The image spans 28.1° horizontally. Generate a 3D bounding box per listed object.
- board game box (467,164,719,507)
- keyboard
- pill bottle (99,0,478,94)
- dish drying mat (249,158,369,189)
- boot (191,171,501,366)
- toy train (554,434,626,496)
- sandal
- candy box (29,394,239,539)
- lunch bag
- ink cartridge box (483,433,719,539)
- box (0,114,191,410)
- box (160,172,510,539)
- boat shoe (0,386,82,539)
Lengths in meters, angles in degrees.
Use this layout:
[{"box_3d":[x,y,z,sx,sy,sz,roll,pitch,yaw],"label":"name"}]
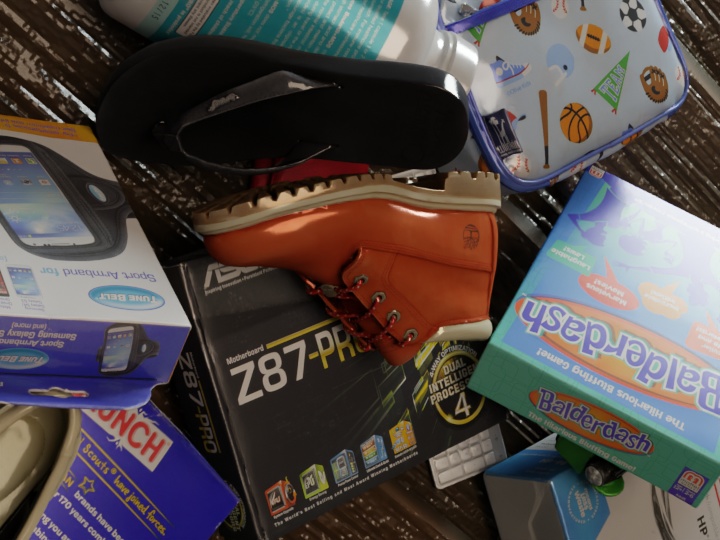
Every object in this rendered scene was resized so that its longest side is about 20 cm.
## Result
[{"box_3d":[0.173,0.032,0.893,0.152,0.045,0.200,27,45,7],"label":"board game box"},{"box_3d":[0.047,0.036,0.913,0.056,0.011,0.200,-18,97,-33],"label":"keyboard"},{"box_3d":[-0.035,-0.144,0.796,0.200,0.111,0.111,29,72,-19],"label":"pill bottle"},{"box_3d":[-0.033,-0.030,0.861,0.077,0.018,0.200,16,78,-32],"label":"dish drying mat"},{"box_3d":[0.000,0.000,0.774,0.200,0.075,0.107,-1,91,-38],"label":"boot"},{"box_3d":[0.202,0.081,0.918,0.200,0.042,0.056,-25,59,-36],"label":"toy train"},{"box_3d":[-0.044,-0.081,0.750,0.043,0.200,0.076,-84,172,-48],"label":"sandal"},{"box_3d":[-0.186,0.131,0.717,0.200,0.077,0.169,-48,110,-24],"label":"candy box"},{"box_3d":[0.113,-0.142,0.931,0.200,0.076,0.160,-27,100,-32],"label":"lunch bag"},{"box_3d":[0.186,0.150,0.958,0.200,0.067,0.116,-23,99,-35],"label":"ink cartridge box"},{"box_3d":[-0.161,-0.010,0.682,0.119,0.200,0.042,5,122,-33],"label":"box"},{"box_3d":[-0.013,0.045,0.833,0.200,0.049,0.161,-20,98,-37],"label":"box"},{"box_3d":[-0.191,0.134,0.633,0.071,0.063,0.200,41,68,-22],"label":"boat shoe"}]
